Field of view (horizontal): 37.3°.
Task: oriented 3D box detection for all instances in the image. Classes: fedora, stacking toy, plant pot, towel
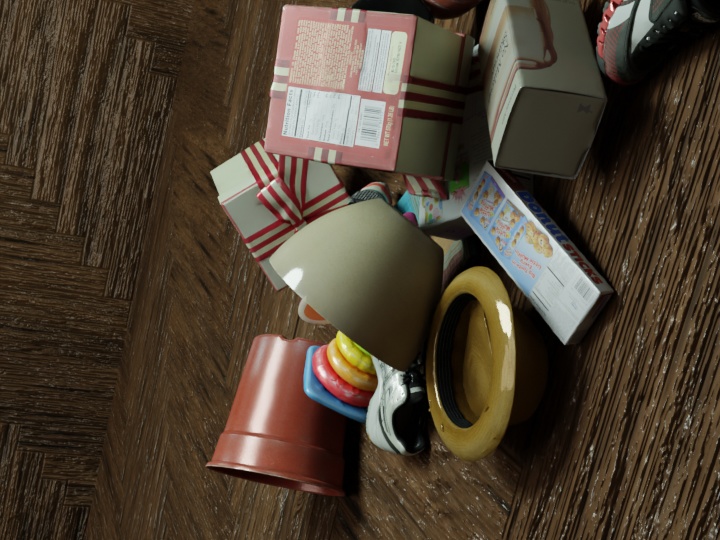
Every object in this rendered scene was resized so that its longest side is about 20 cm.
[{"bbox_3d":[0.138,0.097,1.104,0.201,0.082,0.201,-174,90,-66],"label":"fedora"},{"bbox_3d":[0.017,0.090,1.389,0.200,0.110,0.116,-57,16,26],"label":"stacking toy"},{"bbox_3d":[0.016,-0.002,1.198,0.135,0.200,0.200,-51,28,5],"label":"plant pot"},{"bbox_3d":[0.092,-0.053,1.348,0.147,0.022,0.200,121,149,-44],"label":"towel"},{"bbox_3d":[-0.100,0.203,1.511,0.201,0.200,0.196,-23,53,64],"label":"plant pot"}]

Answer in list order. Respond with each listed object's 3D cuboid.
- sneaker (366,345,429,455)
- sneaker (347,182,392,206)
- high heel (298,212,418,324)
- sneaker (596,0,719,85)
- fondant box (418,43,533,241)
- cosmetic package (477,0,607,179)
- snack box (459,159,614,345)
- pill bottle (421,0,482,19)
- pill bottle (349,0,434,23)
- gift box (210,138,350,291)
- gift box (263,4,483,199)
[{"bbox_3d":[0.059,0.129,1.304,0.088,0.075,0.201,16,108,60],"label":"sneaker"},{"bbox_3d":[0.017,-0.029,1.482,0.093,0.070,0.200,-53,-31,-62],"label":"sneaker"},{"bbox_3d":[0.000,0.000,1.391,0.200,0.067,0.096,-29,24,32],"label":"high heel"},{"bbox_3d":[0.270,-0.228,0.924,0.201,0.071,0.098,114,144,-47],"label":"sneaker"},{"bbox_3d":[0.131,-0.149,1.224,0.144,0.058,0.201,-22,60,56],"label":"fondant box"},{"bbox_3d":[0.175,-0.196,1.060,0.200,0.087,0.104,-91,11,-46],"label":"cosmetic package"},{"bbox_3d":[0.171,-0.022,1.068,0.200,0.024,0.072,56,136,35],"label":"snack box"},{"bbox_3d":[0.135,-0.379,1.251,0.200,0.112,0.112,163,114,-65],"label":"pill bottle"},{"bbox_3d":[0.041,-0.243,1.350,0.200,0.112,0.112,82,180,-55],"label":"pill bottle"},{"bbox_3d":[-0.096,-0.108,1.556,0.200,0.185,0.187,-35,27,2],"label":"gift box"},{"bbox_3d":[0.028,-0.180,1.155,0.200,0.187,0.185,16,99,24],"label":"gift box"}]
